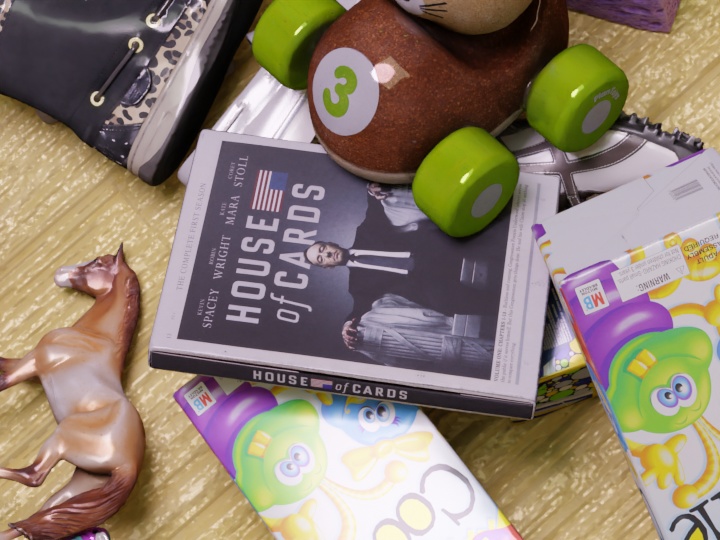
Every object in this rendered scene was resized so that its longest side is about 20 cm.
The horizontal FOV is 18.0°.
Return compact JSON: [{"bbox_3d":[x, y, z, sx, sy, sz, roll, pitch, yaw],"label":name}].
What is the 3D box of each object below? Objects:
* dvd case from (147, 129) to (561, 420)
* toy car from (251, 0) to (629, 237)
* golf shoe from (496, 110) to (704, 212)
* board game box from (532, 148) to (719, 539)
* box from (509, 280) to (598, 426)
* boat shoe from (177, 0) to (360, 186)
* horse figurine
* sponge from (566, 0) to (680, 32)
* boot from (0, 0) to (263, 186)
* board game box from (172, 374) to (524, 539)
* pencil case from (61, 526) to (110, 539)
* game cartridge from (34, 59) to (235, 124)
[{"bbox_3d":[0.000,0.000,1.194,0.199,0.025,0.151,8,53,3],"label":"dvd case"},{"bbox_3d":[0.038,-0.150,1.164,0.158,0.200,0.164,-37,61,-19],"label":"toy car"},{"bbox_3d":[0.105,-0.051,1.278,0.199,0.078,0.095,11,91,17],"label":"golf shoe"},{"bbox_3d":[0.174,0.059,1.139,0.103,0.105,0.201,-23,106,4],"label":"board game box"},{"bbox_3d":[0.161,0.015,1.234,0.199,0.070,0.065,-20,69,4],"label":"box"},{"bbox_3d":[-0.036,-0.121,1.322,0.068,0.072,0.201,31,89,2],"label":"boat shoe"},{"bbox_3d":[-0.170,0.081,1.273,0.132,0.050,0.200,-16,46,-8],"label":"horse figurine"},{"bbox_3d":[0.112,-0.193,1.248,0.111,0.200,0.030,19,78,18],"label":"sponge"},{"bbox_3d":[-0.139,-0.169,1.320,0.153,0.073,0.204,24,87,8],"label":"boot"},{"bbox_3d":[0.006,0.123,1.210,0.105,0.103,0.200,-38,68,-3],"label":"board game box"},{"bbox_3d":[-0.107,0.224,1.207,0.200,0.085,0.093,39,112,20],"label":"pencil case"},{"bbox_3d":[-0.157,-0.197,1.396,0.129,0.038,0.201,-14,69,2],"label":"game cartridge"}]
